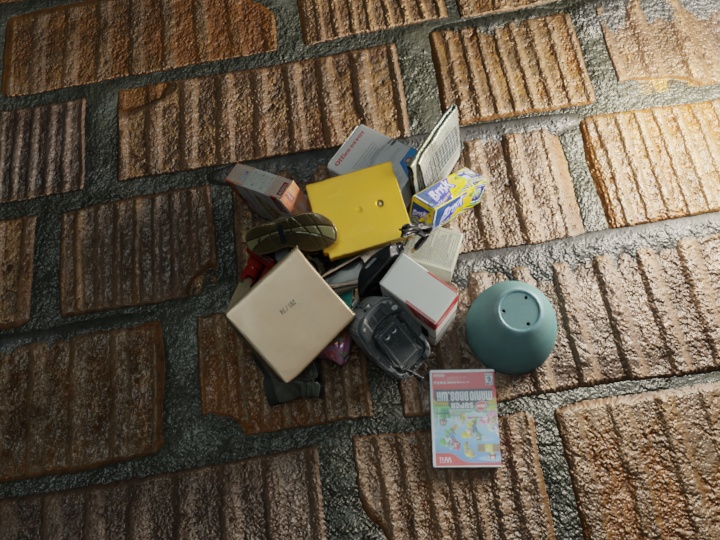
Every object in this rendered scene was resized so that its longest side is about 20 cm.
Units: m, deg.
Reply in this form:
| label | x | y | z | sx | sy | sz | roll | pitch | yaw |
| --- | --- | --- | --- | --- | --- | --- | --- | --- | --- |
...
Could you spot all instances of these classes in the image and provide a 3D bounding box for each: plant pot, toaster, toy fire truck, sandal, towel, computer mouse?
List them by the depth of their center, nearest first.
| label | x | y | z | sx | sy | sz | roll | pitch | yaw |
| --- | --- | --- | --- | --- | --- | --- | --- | --- | --- |
| computer mouse | 0.066 | -0.033 | 1.338 | 0.046 | 0.140 | 0.201 | 46 | 119 | 19 |
| toaster | 0.057 | 0.141 | 1.345 | 0.114 | 0.129 | 0.201 | -44 | 108 | -11 |
| sandal | -0.144 | -0.078 | 1.354 | 0.197 | 0.054 | 0.082 | -8 | 100 | 11 |
| plant pot | 0.325 | 0.106 | 1.358 | 0.196 | 0.135 | 0.203 | -2 | 69 | 5 |
| toy fire truck | -0.198 | 0.029 | 1.425 | 0.175 | 0.129 | 0.201 | 34 | 102 | 3 |
| towel | 0.175 | -0.251 | 1.477 | 0.034 | 0.193 | 0.201 | 29 | 73 | 21 |

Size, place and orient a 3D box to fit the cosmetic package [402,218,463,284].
| label | x | y | z | sx | sy | sz | roll | pitch | yaw |
| --- | --- | --- | --- | --- | --- | --- | --- | --- | --- |
| cosmetic package | 0.124 | -0.052 | 1.461 | 0.197 | 0.087 | 0.105 | 18 | 73 | 10 |

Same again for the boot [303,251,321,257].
| label | x | y | z | sx | sy | sz | roll | pitch | yaw |
| --- | --- | --- | --- | --- | --- | --- | --- | --- | --- |
| boot | -0.106 | -0.063 | 1.502 | 0.198 | 0.074 | 0.076 | -30 | 81 | 1 |

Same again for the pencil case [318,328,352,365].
| label | x | y | z | sx | sy | sz | roll | pitch | yaw |
| --- | --- | --- | --- | --- | --- | --- | --- | --- | --- |
| pencil case | -0.117 | 0.147 | 1.411 | 0.197 | 0.088 | 0.089 | 12 | 70 | 10 |

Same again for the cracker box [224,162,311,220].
| label | x | y | z | sx | sy | sz | roll | pitch | yaw |
| --- | --- | --- | --- | --- | --- | --- | --- | --- | --- |
| cracker box | -0.202 | -0.165 | 1.473 | 0.198 | 0.134 | 0.058 | 21 | 70 | 37 |

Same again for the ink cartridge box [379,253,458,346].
| label | x | y | z | sx | sy | sz | roll | pitch | yaw |
| --- | --- | --- | --- | --- | --- | --- | --- | --- | --- |
| ink cartridge box | 0.124 | 0.067 | 1.357 | 0.144 | 0.200 | 0.084 | 36 | 79 | 17 |

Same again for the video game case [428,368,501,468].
| label | x | y | z | sx | sy | sz | roll | pitch | yaw |
| --- | --- | --- | --- | --- | --- | --- | --- | --- | --- |
| video game case | 0.218 | 0.309 | 1.352 | 0.140 | 0.017 | 0.203 | -2 | 69 | 4 |

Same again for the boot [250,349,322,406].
| label | x | y | z | sx | sy | sz | roll | pitch | yaw |
| --- | --- | --- | --- | --- | --- | --- | --- | --- | --- |
| boot | -0.154 | 0.186 | 1.367 | 0.129 | 0.068 | 0.203 | -14 | 104 | 7 |

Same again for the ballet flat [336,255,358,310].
| label | x | y | z | sx | sy | sz | roll | pitch | yaw |
| --- | --- | --- | --- | --- | --- | --- | --- | --- | --- |
| ballet flat | -0.024 | 0.022 | 1.456 | 0.067 | 0.067 | 0.203 | 10 | 69 | 15 |

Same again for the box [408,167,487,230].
| label | x | y | z | sx | sy | sz | roll | pitch | yaw |
| --- | --- | --- | --- | --- | --- | --- | --- | --- | --- |
| box | 0.199 | -0.163 | 1.459 | 0.070 | 0.065 | 0.199 | 35 | 48 | 29 |

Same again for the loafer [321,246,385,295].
| label | x | y | z | sx | sy | sz | roll | pitch | yaw |
| --- | --- | --- | --- | --- | --- | --- | --- | --- | --- |
| loafer | 0.000 | 0.000 | 1.384 | 0.198 | 0.063 | 0.073 | -25 | 75 | 2 |

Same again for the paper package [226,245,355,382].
| label | x | y | z | sx | sy | sz | roll | pitch | yaw |
| --- | --- | --- | --- | --- | --- | --- | --- | --- | --- |
| paper package | -0.143 | 0.093 | 1.294 | 0.200 | 0.103 | 0.191 | -43 | 92 | -16 |

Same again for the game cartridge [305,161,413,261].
| label | x | y | z | sx | sy | sz | roll | pitch | yaw |
| --- | --- | --- | --- | --- | --- | --- | --- | --- | --- |
| game cartridge | -0.003 | -0.127 | 1.386 | 0.197 | 0.032 | 0.179 | -16 | 76 | -2 |

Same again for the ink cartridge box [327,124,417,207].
| label | x | y | z | sx | sy | sz | roll | pitch | yaw |
| --- | --- | --- | --- | --- | --- | --- | --- | --- | --- |
| ink cartridge box | 0.044 | -0.237 | 1.525 | 0.198 | 0.086 | 0.147 | 30 | 75 | 26 |
